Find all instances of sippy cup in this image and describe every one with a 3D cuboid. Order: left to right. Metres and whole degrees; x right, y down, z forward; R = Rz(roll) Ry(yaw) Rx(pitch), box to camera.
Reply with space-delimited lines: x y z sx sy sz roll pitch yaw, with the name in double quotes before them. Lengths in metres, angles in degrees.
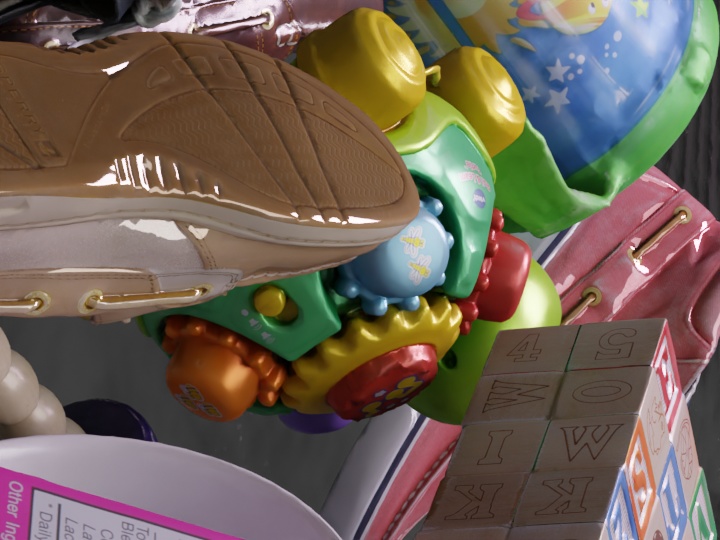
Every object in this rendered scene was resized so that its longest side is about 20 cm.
"sippy cup" 0.045 -0.104 1.065 0.140 0.178 0.130 -50 130 -7

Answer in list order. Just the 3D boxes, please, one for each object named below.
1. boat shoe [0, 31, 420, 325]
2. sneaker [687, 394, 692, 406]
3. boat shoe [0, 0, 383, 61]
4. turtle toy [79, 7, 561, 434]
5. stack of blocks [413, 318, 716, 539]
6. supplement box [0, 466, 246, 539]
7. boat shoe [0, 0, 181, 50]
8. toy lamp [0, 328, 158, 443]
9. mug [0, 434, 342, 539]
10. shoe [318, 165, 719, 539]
"boat shoe" -0.072 -0.020 0.796 0.200 0.069 0.074 3 48 -42
"sneaker" 0.116 0.078 1.202 0.146 0.080 0.201 -25 90 -50
"boat shoe" -0.062 -0.081 0.924 0.200 0.070 0.071 2 78 -51
"turtle toy" 0.000 0.000 0.945 0.200 0.146 0.101 12 48 -61
"stack of blocks" 0.060 0.115 0.858 0.200 0.058 0.115 -64 145 -56
"supplement box" -0.125 0.102 0.633 0.199 0.101 0.104 20 41 -18
"boat shoe" -0.079 -0.094 0.802 0.199 0.075 0.062 -17 81 -26
"toy lamp" -0.110 0.031 0.864 0.200 0.058 0.058 60 43 -45
"mug" -0.060 0.157 0.839 0.199 0.148 0.176 -6 120 -27
"shoe" 0.071 0.046 1.091 0.200 0.091 0.071 -53 170 -14
